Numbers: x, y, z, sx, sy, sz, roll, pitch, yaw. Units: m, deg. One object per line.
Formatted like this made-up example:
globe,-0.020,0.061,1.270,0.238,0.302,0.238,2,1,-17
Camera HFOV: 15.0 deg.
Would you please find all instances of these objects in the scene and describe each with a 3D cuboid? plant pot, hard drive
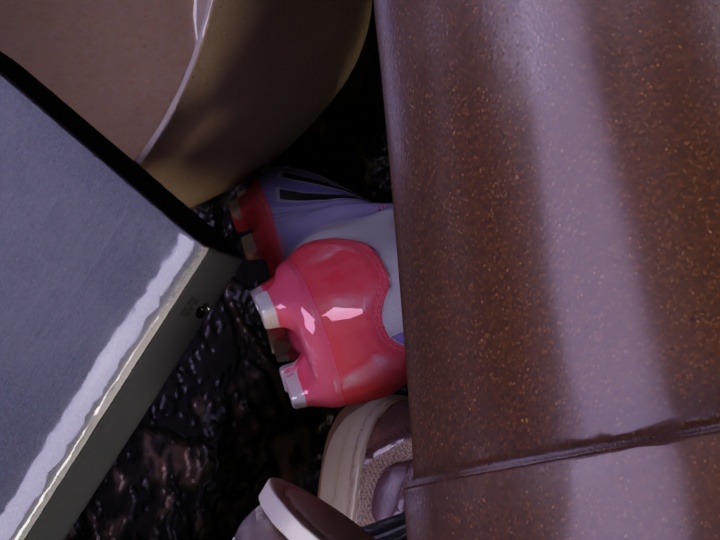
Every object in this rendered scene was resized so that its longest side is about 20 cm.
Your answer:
plant pot,-0.074,-0.106,1.009,0.200,0.134,0.201,-5,82,42
plant pot,0.094,-0.002,0.785,0.200,0.200,0.199,-14,83,42
hard drive,-0.141,0.040,0.919,0.139,0.033,0.200,39,101,33

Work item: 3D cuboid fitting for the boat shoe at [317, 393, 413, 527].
boat shoe,0.026,0.141,0.942,0.072,0.072,0.201,-7,75,43

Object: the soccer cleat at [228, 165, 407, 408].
soccer cleat,0.000,0.000,0.945,0.200,0.076,0.067,-112,6,-78

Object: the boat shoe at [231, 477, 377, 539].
boat shoe,0.026,0.149,0.869,0.060,0.200,0.072,-43,17,9

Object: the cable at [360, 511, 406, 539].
cable,0.048,0.071,0.912,0.097,0.050,0.200,37,98,13
